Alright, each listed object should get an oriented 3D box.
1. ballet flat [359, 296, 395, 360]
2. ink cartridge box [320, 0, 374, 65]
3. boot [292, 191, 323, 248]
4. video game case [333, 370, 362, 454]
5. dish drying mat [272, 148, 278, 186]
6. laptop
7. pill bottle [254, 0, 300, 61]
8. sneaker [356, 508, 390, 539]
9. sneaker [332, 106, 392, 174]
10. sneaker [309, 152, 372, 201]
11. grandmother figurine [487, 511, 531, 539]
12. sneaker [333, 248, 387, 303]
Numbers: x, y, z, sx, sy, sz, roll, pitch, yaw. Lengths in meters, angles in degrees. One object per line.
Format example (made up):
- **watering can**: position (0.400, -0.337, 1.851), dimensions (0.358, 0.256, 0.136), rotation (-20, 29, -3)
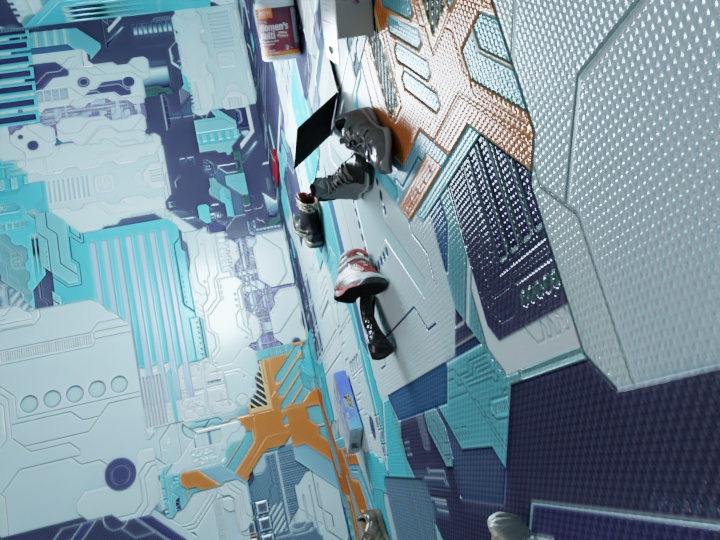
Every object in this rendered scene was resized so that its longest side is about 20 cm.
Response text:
- **ballet flat**: position (0.033, 0.113, 1.453), dimensions (0.067, 0.056, 0.201), rotation (70, -175, -46)
- **ink cartridge box**: position (-0.026, -0.460, 1.126), dimensions (0.115, 0.067, 0.202), rotation (-122, 24, -61)
- **boot**: position (-0.171, -0.173, 2.090), dimensions (0.200, 0.072, 0.152), rotation (-125, 25, -55)
- **video game case**: position (-0.042, 0.446, 2.100), dimensions (0.182, 0.045, 0.202), rotation (93, 162, -54)
- **dish drying mat**: position (-0.379, -0.459, 2.988), dimensions (0.200, 0.018, 0.078), rotation (107, 149, -67)
- **laptop**: position (-0.115, -0.370, 1.526), dimensions (0.187, 0.114, 0.202), rotation (114, 144, -70)
- **pill bottle**: position (-0.225, -0.674, 1.804), dimensions (0.110, 0.108, 0.202), rotation (-127, 28, -65)
- **sneaker**: position (0.045, 0.777, 1.905), dimensions (0.201, 0.075, 0.071), rotation (-115, 18, -52)
- **sneaker**: position (0.004, -0.219, 1.163), dimensions (0.201, 0.081, 0.075), rotation (-117, 20, -54)
- **sneaker**: position (-0.045, -0.179, 1.361), dimensions (0.200, 0.114, 0.076), rotation (122, 136, -74)
- **grandmother figurine**: position (0.202, 0.405, 0.839), dimensions (0.121, 0.060, 0.203), rotation (154, 102, -69)
- **sneaker**: position (-0.001, 0.000, 1.428), dimensions (0.201, 0.066, 0.109), rotation (152, 128, -63)
